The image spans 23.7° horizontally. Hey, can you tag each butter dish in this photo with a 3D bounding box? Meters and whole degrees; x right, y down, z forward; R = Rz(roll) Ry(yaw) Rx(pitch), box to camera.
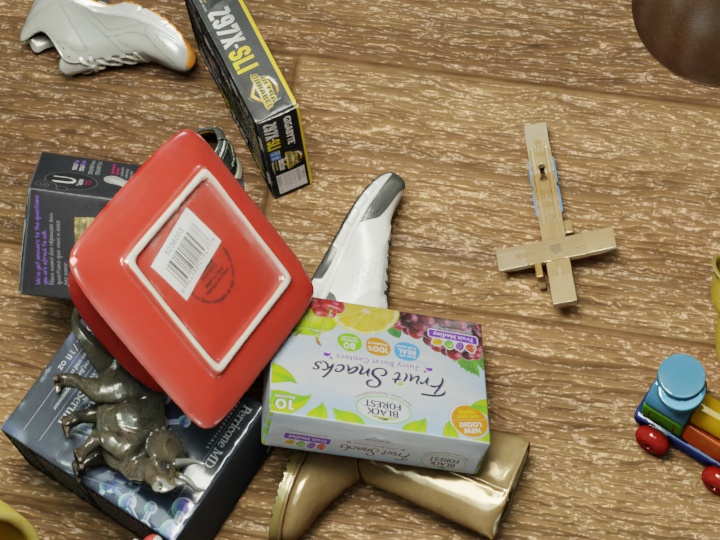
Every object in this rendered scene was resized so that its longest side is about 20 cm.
[{"bbox_3d":[-0.172,0.015,1.484,0.200,0.147,0.200,53,49,-19],"label":"butter dish"}]

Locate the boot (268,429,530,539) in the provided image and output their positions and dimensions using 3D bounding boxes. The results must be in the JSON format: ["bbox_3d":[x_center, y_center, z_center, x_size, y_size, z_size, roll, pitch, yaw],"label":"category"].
[{"bbox_3d":[0.034,0.198,1.554,0.198,0.066,0.176,20,71,11],"label":"boot"}]

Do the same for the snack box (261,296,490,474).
[{"bbox_3d":[0.012,0.100,1.536,0.198,0.053,0.143,9,47,-10],"label":"snack box"}]

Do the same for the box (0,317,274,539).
[{"bbox_3d":[-0.200,0.151,1.571,0.199,0.107,0.149,30,72,15],"label":"box"}]

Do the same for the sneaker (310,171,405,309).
[{"bbox_3d":[0.000,0.000,1.645,0.079,0.074,0.201,27,76,0],"label":"sneaker"}]

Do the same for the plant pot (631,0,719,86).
[{"bbox_3d":[0.362,-0.309,1.661,0.185,0.200,0.189,-2,67,5],"label":"plant pot"}]

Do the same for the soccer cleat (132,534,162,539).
[{"bbox_3d":[-0.208,0.322,1.495,0.085,0.069,0.201,31,102,6],"label":"soccer cleat"}]

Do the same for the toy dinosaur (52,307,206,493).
[{"bbox_3d":[-0.209,0.126,1.496,0.101,0.077,0.201,-13,58,-15],"label":"toy dinosaur"}]

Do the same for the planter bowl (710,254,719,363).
[{"bbox_3d":[0.383,0.074,1.539,0.200,0.200,0.084,34,109,17],"label":"planter bowl"}]

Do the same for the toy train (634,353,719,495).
[{"bbox_3d":[0.341,0.150,1.518,0.199,0.116,0.085,32,74,17],"label":"toy train"}]

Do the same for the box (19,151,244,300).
[{"bbox_3d":[-0.211,-0.033,1.600,0.198,0.122,0.107,8,108,-7],"label":"box"}]

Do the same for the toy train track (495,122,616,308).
[{"bbox_3d":[0.185,-0.051,1.664,0.113,0.033,0.202,-11,61,8],"label":"toy train track"}]

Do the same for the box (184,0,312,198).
[{"bbox_3d":[-0.114,-0.192,1.677,0.049,0.160,0.201,-25,67,-5],"label":"box"}]

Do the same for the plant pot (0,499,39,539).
[{"bbox_3d":[-0.414,0.259,1.511,0.188,0.201,0.201,28,72,32],"label":"plant pot"}]

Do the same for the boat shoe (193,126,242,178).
[{"bbox_3d":[-0.212,-0.074,1.688,0.199,0.068,0.072,-33,68,-6],"label":"boat shoe"}]

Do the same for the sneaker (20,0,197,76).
[{"bbox_3d":[-0.260,-0.231,1.761,0.199,0.076,0.093,24,79,22],"label":"sneaker"}]
